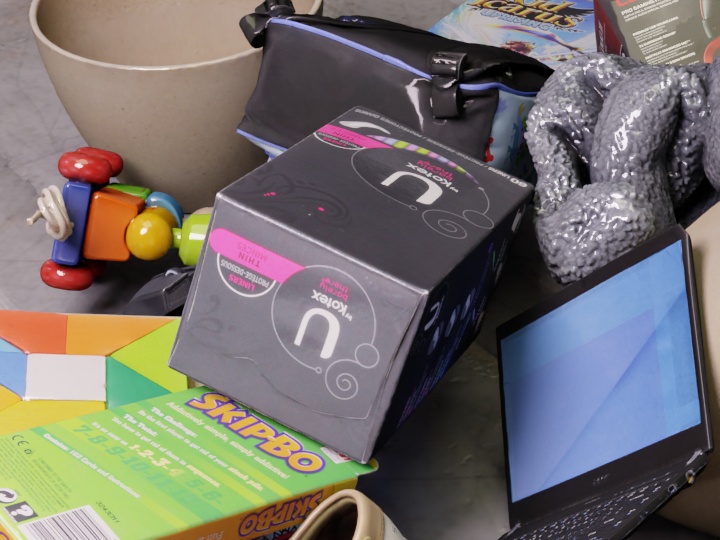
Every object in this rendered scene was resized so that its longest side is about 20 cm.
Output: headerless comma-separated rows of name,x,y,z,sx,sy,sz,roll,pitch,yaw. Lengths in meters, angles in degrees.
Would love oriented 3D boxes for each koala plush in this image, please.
koala plush,0.215,-0.079,1.095,0.200,0.177,0.184,-30,51,30

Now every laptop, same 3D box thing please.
laptop,0.080,0.090,0.942,0.200,0.177,0.104,-33,89,-35

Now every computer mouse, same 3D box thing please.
computer mouse,-0.098,-0.005,1.113,0.058,0.200,0.034,-24,75,-38

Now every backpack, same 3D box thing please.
backpack,0.035,-0.082,1.217,0.182,0.148,0.200,21,14,28

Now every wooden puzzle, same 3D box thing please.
wooden puzzle,-0.161,0.069,1.016,0.199,0.037,0.185,-2,31,-7

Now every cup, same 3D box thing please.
cup,-0.120,-0.127,1.314,0.199,0.144,0.201,-3,35,2

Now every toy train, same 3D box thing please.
toy train,-0.137,-0.023,1.173,0.115,0.085,0.200,10,6,-3

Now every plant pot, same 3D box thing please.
plant pot,0.204,0.065,1.000,0.134,0.200,0.201,-27,24,29

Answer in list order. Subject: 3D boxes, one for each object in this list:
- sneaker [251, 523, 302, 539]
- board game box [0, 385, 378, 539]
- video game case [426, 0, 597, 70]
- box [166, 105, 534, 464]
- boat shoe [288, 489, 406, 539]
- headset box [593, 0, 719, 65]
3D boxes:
sneaker,-0.113,0.150,0.982,0.201,0.068,0.108,-15,34,-20
board game box,-0.093,0.100,0.919,0.199,0.030,0.095,-15,40,-38
video game case,0.138,-0.145,1.404,0.199,0.046,0.181,19,40,30
box,0.000,0.000,1.018,0.122,0.106,0.200,24,25,11
boat shoe,-0.052,0.185,0.894,0.074,0.067,0.200,9,48,46
headset box,0.253,-0.137,1.274,0.148,0.075,0.201,-20,59,-2
